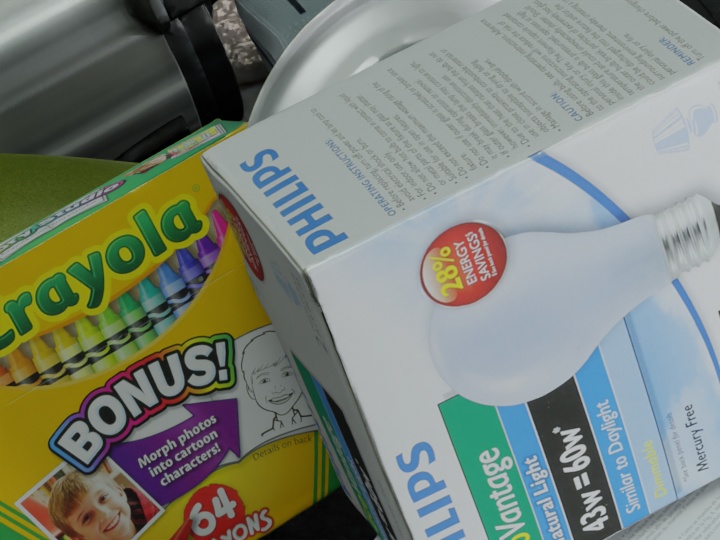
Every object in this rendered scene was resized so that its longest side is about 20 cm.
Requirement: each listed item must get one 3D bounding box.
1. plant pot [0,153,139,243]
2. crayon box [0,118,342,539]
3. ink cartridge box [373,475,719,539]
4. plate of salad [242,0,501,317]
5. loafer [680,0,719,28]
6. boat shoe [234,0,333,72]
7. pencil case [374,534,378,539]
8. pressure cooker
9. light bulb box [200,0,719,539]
[{"bbox_3d":[-0.144,0.025,1.184,0.193,0.200,0.200,-9,48,-9],"label":"plant pot"},{"bbox_3d":[-0.101,0.053,1.081,0.200,0.173,0.058,-31,17,-15],"label":"crayon box"},{"bbox_3d":[0.107,0.126,1.034,0.174,0.044,0.200,21,52,44],"label":"ink cartridge box"},{"bbox_3d":[0.031,-0.041,1.085,0.200,0.200,0.048,-35,24,-16],"label":"plate of salad"},{"bbox_3d":[0.188,-0.112,1.202,0.070,0.068,0.201,-45,46,23],"label":"loafer"},{"bbox_3d":[-0.009,-0.107,1.316,0.074,0.067,0.200,-25,41,-3],"label":"boat shoe"},{"bbox_3d":[0.050,0.121,1.109,0.086,0.083,0.200,-22,37,45],"label":"pencil case"},{"bbox_3d":[-0.156,-0.126,1.306,0.200,0.179,0.176,-30,47,-11],"label":"pressure cooker"},{"bbox_3d":[0.070,0.006,1.003,0.200,0.198,0.125,-28,33,-9],"label":"light bulb box"}]
